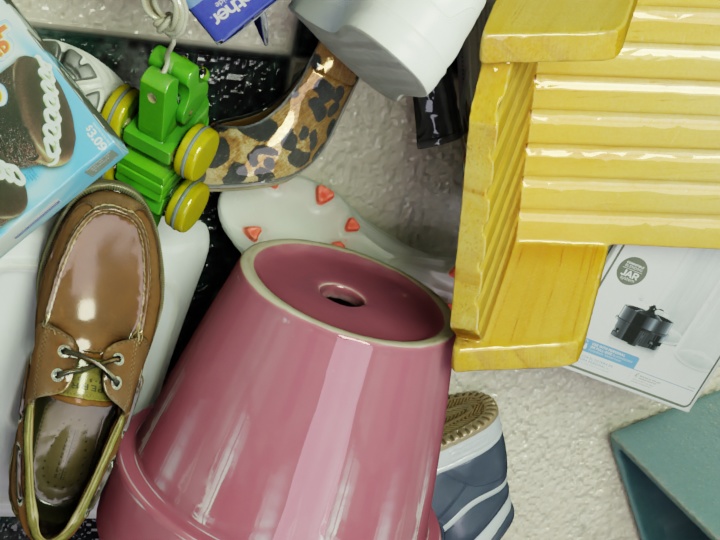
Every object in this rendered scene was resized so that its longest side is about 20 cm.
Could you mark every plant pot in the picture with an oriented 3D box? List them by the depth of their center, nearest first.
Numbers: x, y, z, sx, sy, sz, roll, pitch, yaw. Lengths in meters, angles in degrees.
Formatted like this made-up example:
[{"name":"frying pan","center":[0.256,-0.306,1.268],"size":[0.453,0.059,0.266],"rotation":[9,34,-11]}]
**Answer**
[{"name":"plant pot","center":[-0.033,0.090,1.011],"size":[0.199,0.200,0.180],"rotation":[11,113,-20]},{"name":"plant pot","center":[0.319,0.182,1.217],"size":[0.199,0.196,0.197],"rotation":[-27,121,-9]}]

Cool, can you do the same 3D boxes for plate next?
[{"name":"plate","center":[-0.183,0.060,1.026],"size":[0.199,0.032,0.201],"rotation":[5,108,-45]}]

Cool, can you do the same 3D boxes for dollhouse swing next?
[{"name":"dollhouse swing","center":[0.153,-0.054,0.938],"size":[0.174,0.182,0.201],"rotation":[11,125,10]}]

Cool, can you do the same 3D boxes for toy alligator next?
[{"name":"toy alligator","center":[-0.100,-0.086,0.955],"size":[0.059,0.054,0.201],"rotation":[28,139,11]}]

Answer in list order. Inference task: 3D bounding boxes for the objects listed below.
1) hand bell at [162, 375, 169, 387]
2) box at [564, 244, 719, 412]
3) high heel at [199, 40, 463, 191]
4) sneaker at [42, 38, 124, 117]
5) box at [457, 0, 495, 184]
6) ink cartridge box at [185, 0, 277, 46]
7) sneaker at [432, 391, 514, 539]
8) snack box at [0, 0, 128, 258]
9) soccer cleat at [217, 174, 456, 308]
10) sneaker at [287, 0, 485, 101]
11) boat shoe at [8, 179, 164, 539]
[{"name":"hand bell","center":[-0.201,0.101,1.103],"size":[0.199,0.104,0.105],"rotation":[-18,122,-21]},{"name":"box","center":[0.197,-0.023,1.096],"size":[0.116,0.060,0.201],"rotation":[21,110,-24]},{"name":"high heel","center":[-0.046,-0.126,1.030],"size":[0.198,0.071,0.144],"rotation":[-13,107,-4]},{"name":"sneaker","center":[-0.222,-0.072,0.997],"size":[0.198,0.085,0.078],"rotation":[-11,89,11]},{"name":"box","center":[0.079,-0.105,1.051],"size":[0.041,0.039,0.202],"rotation":[-6,104,-7]},{"name":"ink cartridge box","center":[-0.095,-0.208,0.921],"size":[0.076,0.137,0.200],"rotation":[-37,120,8]},{"name":"sneaker","center":[0.011,0.165,1.188],"size":[0.199,0.070,0.109],"rotation":[-21,119,-7]},{"name":"snack box","center":[-0.226,-0.104,0.930],"size":[0.116,0.037,0.200],"rotation":[-39,83,1]},{"name":"soccer cleat","center":[0.000,0.000,1.103],"size":[0.199,0.078,0.070],"rotation":[23,73,-11]},{"name":"sneaker","center":[0.032,-0.150,0.907],"size":[0.074,0.200,0.116],"rotation":[39,88,-18]},{"name":"boat shoe","center":[-0.145,0.054,0.967],"size":[0.071,0.068,0.201],"rotation":[7,109,-13]}]
